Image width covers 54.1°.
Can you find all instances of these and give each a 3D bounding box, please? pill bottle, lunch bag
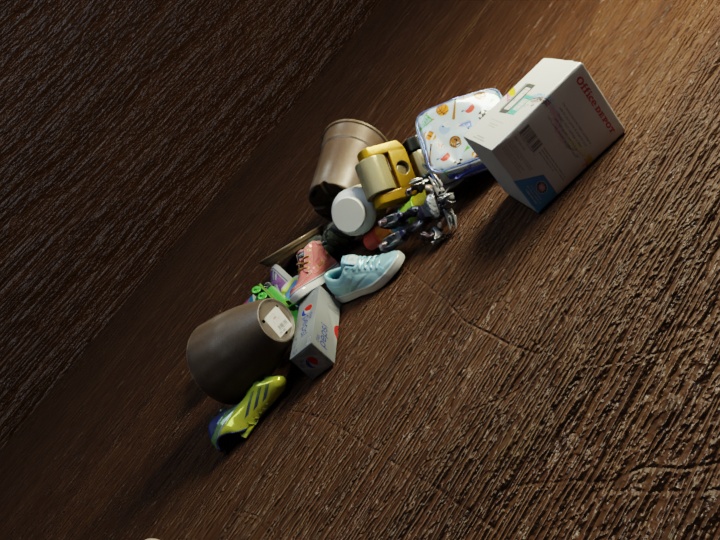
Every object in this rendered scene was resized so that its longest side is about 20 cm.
[{"bbox_3d":[-0.006,-0.136,1.580,0.104,0.105,0.200,-38,1,17],"label":"pill bottle"},{"bbox_3d":[0.208,-0.260,1.400,0.196,0.076,0.164,-20,69,9],"label":"lunch bag"}]

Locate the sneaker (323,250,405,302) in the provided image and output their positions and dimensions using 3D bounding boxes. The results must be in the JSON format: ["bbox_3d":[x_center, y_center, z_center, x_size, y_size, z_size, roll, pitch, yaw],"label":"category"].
[{"bbox_3d":[0.000,0.000,1.445,0.198,0.082,0.075,-30,27,33],"label":"sneaker"}]

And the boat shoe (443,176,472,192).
[{"bbox_3d":[0.234,-0.236,1.459,0.199,0.069,0.057,-39,-18,0],"label":"boat shoe"}]

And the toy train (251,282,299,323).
[{"bbox_3d":[-0.174,0.083,1.542,0.056,0.042,0.199,-31,44,-19],"label":"toy train"}]

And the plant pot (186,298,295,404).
[{"bbox_3d":[-0.223,0.145,1.430,0.199,0.186,0.189,-36,22,37],"label":"plant pot"}]

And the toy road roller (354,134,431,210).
[{"bbox_3d":[0.076,-0.201,1.552,0.196,0.125,0.146,-17,-10,-23],"label":"toy road roller"}]

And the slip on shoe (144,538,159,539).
[{"bbox_3d":[-0.430,0.560,1.280,0.201,0.074,0.061,-49,18,5],"label":"slip on shoe"}]

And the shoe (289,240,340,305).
[{"bbox_3d":[-0.119,0.001,1.559,0.071,0.092,0.200,-38,1,32],"label":"shoe"}]

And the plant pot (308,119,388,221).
[{"bbox_3d":[-0.035,-0.242,1.804,0.198,0.199,0.201,-22,39,44],"label":"plant pot"}]

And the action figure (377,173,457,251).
[{"bbox_3d":[0.116,-0.106,1.388,0.199,0.068,0.133,-30,67,45],"label":"action figure"}]

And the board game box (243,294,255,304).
[{"bbox_3d":[-0.311,0.173,1.737,0.199,0.064,0.148,-43,22,6],"label":"board game box"}]

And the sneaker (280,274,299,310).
[{"bbox_3d":[-0.154,0.097,1.598,0.104,0.076,0.201,23,68,46],"label":"sneaker"}]

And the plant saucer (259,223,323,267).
[{"bbox_3d":[-0.178,-0.062,1.863,0.197,0.030,0.200,-30,5,3],"label":"plant saucer"}]

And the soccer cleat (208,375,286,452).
[{"bbox_3d":[-0.219,0.286,1.403,0.199,0.065,0.085,-37,52,10],"label":"soccer cleat"}]

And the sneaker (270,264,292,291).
[{"bbox_3d":[-0.210,0.056,1.748,0.115,0.072,0.200,-51,21,-2],"label":"sneaker"}]

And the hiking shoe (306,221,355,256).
[{"bbox_3d":[-0.079,-0.047,1.703,0.199,0.075,0.102,-30,33,54],"label":"hiking shoe"}]

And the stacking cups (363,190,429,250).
[{"bbox_3d":[0.083,-0.110,1.513,0.198,0.061,0.061,-30,26,35],"label":"stacking cups"}]

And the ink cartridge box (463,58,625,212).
[{"bbox_3d":[0.310,-0.235,1.205,0.200,0.147,0.146,-43,21,5],"label":"ink cartridge box"}]

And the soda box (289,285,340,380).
[{"bbox_3d":[-0.088,0.121,1.414,0.063,0.068,0.201,-38,23,22],"label":"soda box"}]
